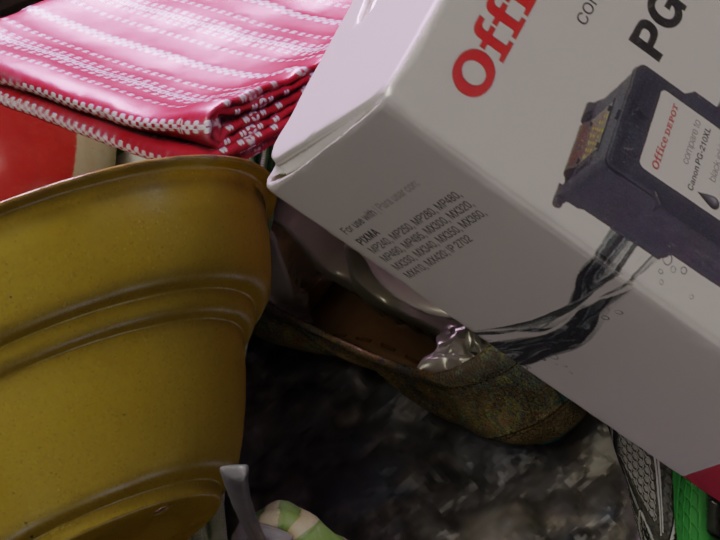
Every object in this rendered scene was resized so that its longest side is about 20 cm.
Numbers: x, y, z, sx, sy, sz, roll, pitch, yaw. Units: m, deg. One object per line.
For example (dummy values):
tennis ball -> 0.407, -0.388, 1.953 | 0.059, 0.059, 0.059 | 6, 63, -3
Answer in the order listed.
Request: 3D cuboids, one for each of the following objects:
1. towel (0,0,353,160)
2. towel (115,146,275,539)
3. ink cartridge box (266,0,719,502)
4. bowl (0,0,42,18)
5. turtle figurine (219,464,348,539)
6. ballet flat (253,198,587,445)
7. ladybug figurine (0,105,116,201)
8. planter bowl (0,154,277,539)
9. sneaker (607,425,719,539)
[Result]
towel -> -0.023, -0.093, 0.928 | 0.199, 0.023, 0.144 | -31, 34, -34
towel -> -0.081, 0.034, 1.009 | 0.152, 0.023, 0.201 | -28, 48, 48
ink cartridge box -> 0.095, -0.037, 0.817 | 0.145, 0.199, 0.084 | -62, 14, -25
bowl -> -0.156, -0.140, 1.117 | 0.198, 0.200, 0.075 | -17, 79, 19
turtle figurine -> -0.041, 0.150, 0.851 | 0.193, 0.199, 0.145 | -31, 76, 37
ballet flat -> 0.000, 0.000, 1.001 | 0.199, 0.071, 0.071 | 26, 74, 39
ladybug figurine -> -0.163, -0.039, 1.084 | 0.200, 0.072, 0.136 | 12, 72, 56
planter bowl -> -0.098, 0.052, 0.842 | 0.200, 0.200, 0.084 | -29, 76, 10
sneaker -> 0.091, 0.014, 0.911 | 0.085, 0.078, 0.202 | -18, 76, 33
